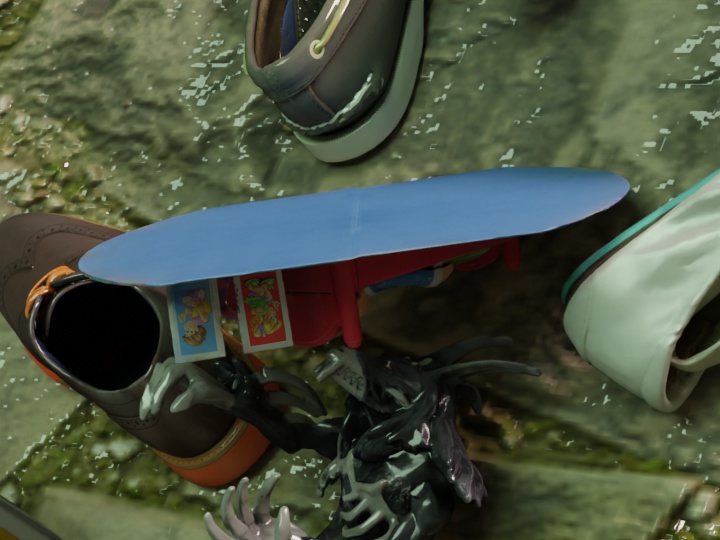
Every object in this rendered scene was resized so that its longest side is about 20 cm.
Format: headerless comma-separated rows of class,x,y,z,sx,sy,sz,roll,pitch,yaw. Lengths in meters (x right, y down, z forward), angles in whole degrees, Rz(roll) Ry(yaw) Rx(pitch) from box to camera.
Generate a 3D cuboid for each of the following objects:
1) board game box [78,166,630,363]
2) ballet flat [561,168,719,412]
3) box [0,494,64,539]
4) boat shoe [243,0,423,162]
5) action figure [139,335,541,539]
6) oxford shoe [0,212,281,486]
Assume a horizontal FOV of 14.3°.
board game box,0.000,0.000,1.031,0.199,0.039,0.158,-8,10,1
ballet flat,0.156,-0.026,0.968,0.200,0.069,0.070,-43,41,14
box,-0.222,0.156,1.130,0.112,0.101,0.200,26,80,48
boat shoe,-0.006,-0.144,1.191,0.072,0.060,0.203,-16,52,33
action figure,-0.030,0.086,1.013,0.200,0.102,0.119,-49,29,3
oxford shoe,-0.107,0.014,1.154,0.071,0.072,0.200,-54,41,-4
